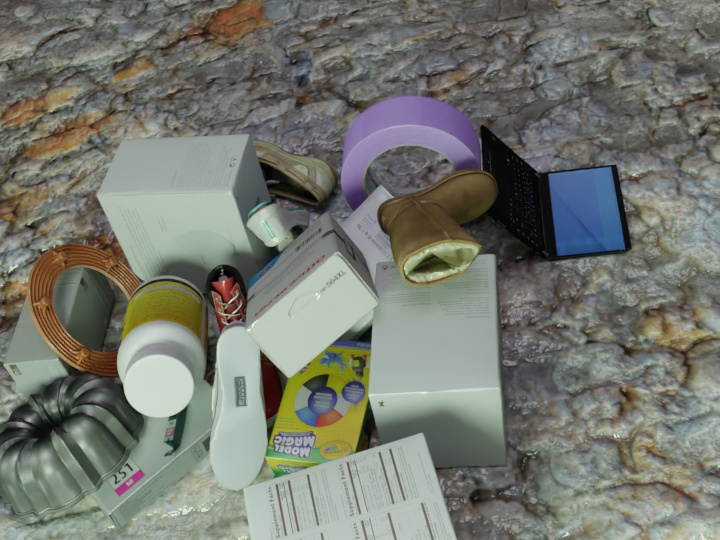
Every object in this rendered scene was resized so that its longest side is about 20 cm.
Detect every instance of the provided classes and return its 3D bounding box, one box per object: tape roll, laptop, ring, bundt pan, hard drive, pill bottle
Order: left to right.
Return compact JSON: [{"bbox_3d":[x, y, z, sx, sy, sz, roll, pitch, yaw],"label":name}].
[{"bbox_3d":[-0.373,0.203,1.246,0.198,0.077,0.203,-21,29,12],"label":"bundt pan"},{"bbox_3d":[-0.356,0.049,1.361,0.019,0.199,0.203,-34,36,32],"label":"ring"},{"bbox_3d":[-0.250,0.096,1.280,0.110,0.114,0.201,-15,25,-1],"label":"pill bottle"},{"bbox_3d":[0.000,0.000,1.352,0.200,0.025,0.132,-45,64,2],"label":"hard drive"},{"bbox_3d":[0.071,-0.144,1.413,0.196,0.202,0.066,-4,45,9],"label":"tape roll"},{"bbox_3d":[0.269,-0.116,1.405,0.103,0.199,0.180,-35,35,33],"label":"laptop"}]

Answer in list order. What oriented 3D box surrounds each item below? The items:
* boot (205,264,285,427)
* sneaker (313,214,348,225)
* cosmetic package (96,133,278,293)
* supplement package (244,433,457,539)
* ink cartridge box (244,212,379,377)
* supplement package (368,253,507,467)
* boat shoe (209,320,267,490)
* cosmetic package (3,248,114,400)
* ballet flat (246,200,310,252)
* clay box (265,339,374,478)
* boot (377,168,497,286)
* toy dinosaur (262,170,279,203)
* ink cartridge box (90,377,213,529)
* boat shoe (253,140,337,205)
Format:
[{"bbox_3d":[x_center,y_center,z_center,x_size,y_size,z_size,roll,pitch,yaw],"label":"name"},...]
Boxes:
[{"bbox_3d":[-0.153,0.092,1.290,0.071,0.146,0.202,-19,47,-7],"label":"boot"},{"bbox_3d":[0.006,-0.017,1.410,0.197,0.076,0.089,7,55,32],"label":"sneaker"},{"bbox_3d":[-0.235,-0.076,1.426,0.195,0.201,0.125,-1,47,12],"label":"cosmetic package"},{"bbox_3d":[0.000,0.298,1.045,0.196,0.153,0.152,-16,46,-2],"label":"supplement package"},{"bbox_3d":[-0.063,0.025,1.238,0.145,0.085,0.200,-40,16,7],"label":"ink cartridge box"},{"bbox_3d":[0.096,0.109,1.207,0.148,0.152,0.203,-4,46,9],"label":"supplement package"},{"bbox_3d":[-0.150,0.161,1.226,0.069,0.205,0.070,-2,9,-8],"label":"boat shoe"},{"bbox_3d":[-0.411,0.081,1.390,0.088,0.108,0.203,-8,48,7],"label":"cosmetic package"},{"bbox_3d":[-0.103,-0.050,1.386,0.068,0.200,0.071,0,88,11],"label":"ballet flat"},{"bbox_3d":[-0.043,0.181,1.240,0.112,0.048,0.203,3,52,16],"label":"clay box"},{"bbox_3d":[0.111,-0.052,1.227,0.172,0.067,0.200,-22,21,-2],"label":"boot"},{"bbox_3d":[-0.212,-0.122,1.523,0.195,0.103,0.078,7,47,5],"label":"toy dinosaur"},{"bbox_3d":[-0.278,0.203,1.289,0.199,0.044,0.173,-38,52,-21],"label":"ink cartridge box"},{"bbox_3d":[-0.134,-0.146,1.558,0.197,0.074,0.064,17,48,18],"label":"boat shoe"}]
